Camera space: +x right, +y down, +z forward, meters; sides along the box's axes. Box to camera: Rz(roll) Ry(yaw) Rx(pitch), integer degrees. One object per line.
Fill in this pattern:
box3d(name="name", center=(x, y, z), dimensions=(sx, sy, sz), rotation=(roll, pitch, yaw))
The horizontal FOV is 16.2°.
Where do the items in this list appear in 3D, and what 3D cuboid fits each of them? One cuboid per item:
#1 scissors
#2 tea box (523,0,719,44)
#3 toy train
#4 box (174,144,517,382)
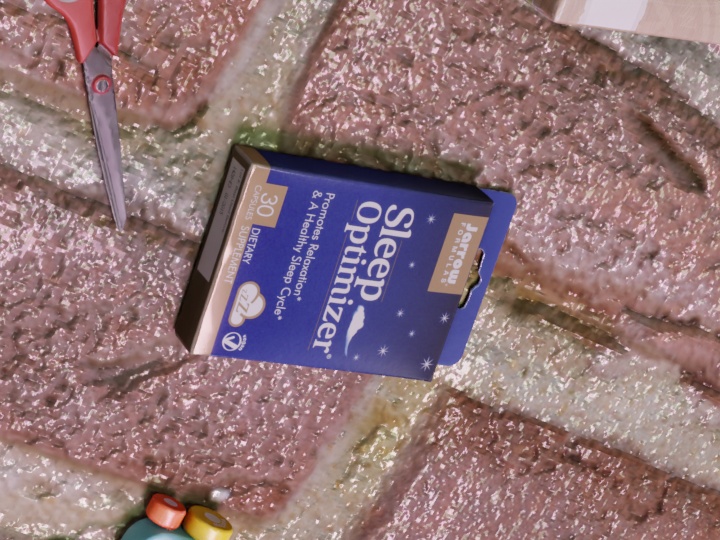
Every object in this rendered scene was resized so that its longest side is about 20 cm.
box3d(name="scissors", center=(-0.148, -0.112, 1.357), dimensions=(0.073, 0.014, 0.201), rotation=(-4, 118, -29))
box3d(name="tea box", center=(0.137, -0.247, 1.322), dimensions=(0.133, 0.197, 0.201), rotation=(4, 113, -29))
box3d(name="toy train", center=(-0.115, 0.233, 1.529), dimensions=(0.150, 0.056, 0.201), rotation=(-29, 126, -12))
box3d(name="box", center=(0.000, 0.000, 1.483), dimensions=(0.199, 0.032, 0.122), rotation=(7, 111, -32))
